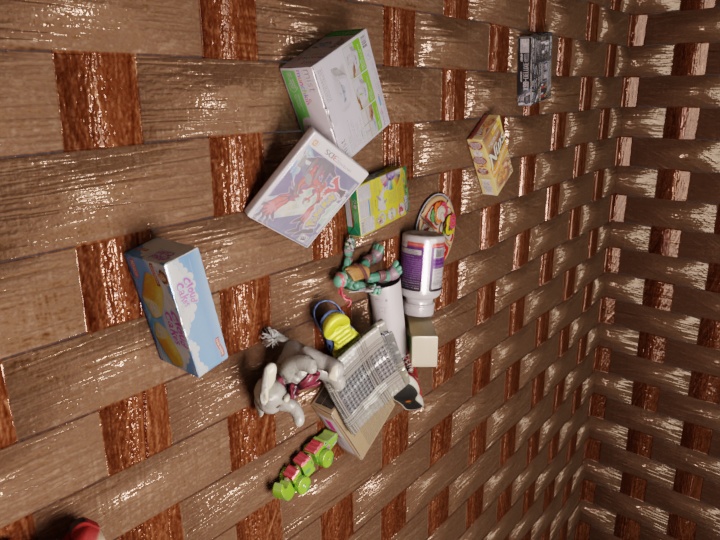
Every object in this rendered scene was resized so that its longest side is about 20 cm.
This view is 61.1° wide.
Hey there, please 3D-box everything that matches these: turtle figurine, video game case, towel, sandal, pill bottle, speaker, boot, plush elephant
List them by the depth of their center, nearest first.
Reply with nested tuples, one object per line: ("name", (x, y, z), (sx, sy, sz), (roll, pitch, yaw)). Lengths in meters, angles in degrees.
("video game case", (-0.099, -0.151, 1.169), (0.201, 0.023, 0.181), (-48, 142, 12))
("plush elephant", (-0.137, 0.222, 1.181), (0.157, 0.197, 0.165), (-61, 178, -18))
("sandal", (-0.054, 0.127, 1.337), (0.079, 0.087, 0.202), (-33, 148, -13))
("towel", (0.018, 0.236, 1.351), (0.199, 0.034, 0.196), (-38, 119, -24))
("turtle figurine", (0.000, 0.000, 1.359), (0.198, 0.100, 0.152), (-18, 73, -50))
("speaker", (0.068, 0.115, 1.485), (0.081, 0.080, 0.205), (-31, 122, -42))
("pill bottle", (0.153, 0.007, 1.539), (0.110, 0.110, 0.206), (-10, 108, -49))
("boot", (0.112, 0.257, 1.550), (0.201, 0.070, 0.148), (62, 21, -60))

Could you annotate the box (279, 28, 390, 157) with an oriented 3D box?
("box", (-0.043, -0.342, 1.206), (0.177, 0.095, 0.203), (-46, 133, -33))

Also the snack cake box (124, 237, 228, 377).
("snack cake box", (-0.293, 0.058, 0.982), (0.067, 0.113, 0.205), (-33, 124, -40))

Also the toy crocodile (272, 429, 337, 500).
("toy crocodile", (-0.121, 0.423, 1.341), (0.200, 0.066, 0.063), (-42, 130, -37))

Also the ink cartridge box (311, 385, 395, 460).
("ink cartridge box", (-0.012, 0.318, 1.444), (0.166, 0.074, 0.202), (-51, 136, -28))

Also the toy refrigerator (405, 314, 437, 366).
("toy refrigerator", (0.146, 0.166, 1.524), (0.200, 0.068, 0.078), (-90, -179, -76))

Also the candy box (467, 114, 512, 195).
("candy box", (0.380, -0.335, 1.779), (0.116, 0.054, 0.202), (-53, 136, -28))

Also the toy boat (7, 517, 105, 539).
("toy boat", (-0.473, 0.440, 0.878), (0.131, 0.130, 0.202), (43, 62, -15))

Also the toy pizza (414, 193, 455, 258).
("toy pizza", (0.210, -0.104, 1.644), (0.198, 0.031, 0.206), (-19, 114, -48))

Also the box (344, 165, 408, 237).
("box", (0.043, -0.166, 1.405), (0.198, 0.048, 0.120), (-27, 120, -42))

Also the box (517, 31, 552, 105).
("box", (0.549, -0.635, 1.915), (0.157, 0.049, 0.205), (-31, 123, -44))
